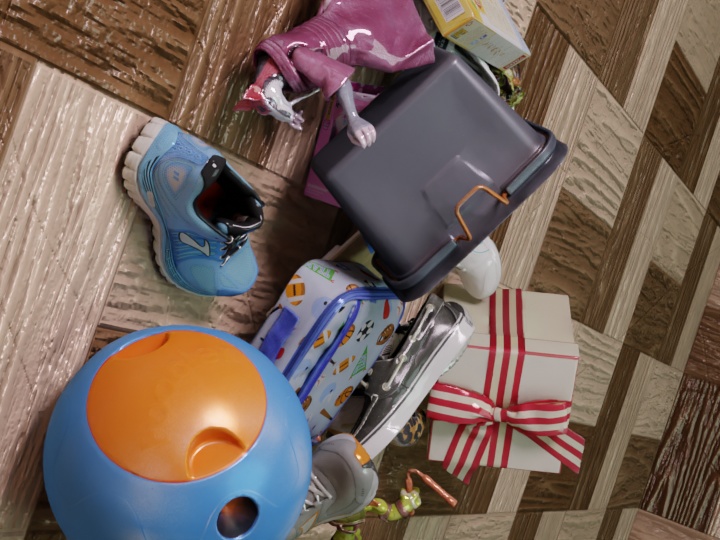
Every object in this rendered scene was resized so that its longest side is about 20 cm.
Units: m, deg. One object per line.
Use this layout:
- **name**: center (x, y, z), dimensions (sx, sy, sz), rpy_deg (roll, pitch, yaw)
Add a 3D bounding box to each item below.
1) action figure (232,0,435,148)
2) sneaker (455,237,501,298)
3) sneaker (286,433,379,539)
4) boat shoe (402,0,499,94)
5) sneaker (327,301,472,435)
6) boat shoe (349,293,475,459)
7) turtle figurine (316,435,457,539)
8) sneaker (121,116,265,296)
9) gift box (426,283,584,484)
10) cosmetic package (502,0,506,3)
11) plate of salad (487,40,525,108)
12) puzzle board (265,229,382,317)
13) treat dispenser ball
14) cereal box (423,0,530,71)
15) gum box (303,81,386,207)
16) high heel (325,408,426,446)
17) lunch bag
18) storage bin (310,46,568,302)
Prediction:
- **action figure**: center (-0.028, -0.185, 1.104), dimensions (0.200, 0.134, 0.150), rpy_deg (-32, 119, -39)
- **sneaker**: center (0.104, -0.039, 1.550), dimensions (0.080, 0.070, 0.201), rpy_deg (-40, 130, -23)
- **sneaker**: center (-0.062, 0.226, 1.284), dimensions (0.092, 0.076, 0.200), rpy_deg (-26, 169, -47)
- **boat shoe**: center (0.063, -0.217, 1.267), dimensions (0.200, 0.067, 0.074), rpy_deg (25, 88, -43)
- **sneaker**: center (0.032, 0.083, 1.394), dimensions (0.200, 0.076, 0.088), rpy_deg (-39, 114, -22)
- **boat shoe**: center (0.030, 0.112, 1.331), dimensions (0.200, 0.064, 0.071), rpy_deg (-52, -176, -15)
- **turtle figurine**: center (-0.012, 0.245, 1.393), dimensions (0.161, 0.199, 0.065), rpy_deg (114, -10, -55)
- **sneaker**: center (-0.117, -0.033, 1.065), dimensions (0.079, 0.090, 0.200), rpy_deg (-61, 154, -22)
- **gift box**: center (0.173, 0.144, 1.613), dimensions (0.187, 0.184, 0.201), rpy_deg (-79, 169, -65)
- **cosmetic package**: center (0.146, -0.386, 1.414), dimensions (0.083, 0.050, 0.201), rpy_deg (-50, 148, -40)
- **plate of salad**: center (0.161, -0.193, 1.540), dimensions (0.200, 0.048, 0.201), rpy_deg (4, 90, -70)
- **puzzle board**: center (0.000, 0.000, 1.321), dimensions (0.200, 0.017, 0.151), rpy_deg (-43, 156, -6)
- **treat dispenser ball**: center (-0.136, 0.142, 1.012), dimensions (0.201, 0.200, 0.202), rpy_deg (-44, 143, -45)
- **cereal box**: center (0.091, -0.271, 1.276), dimensions (0.039, 0.144, 0.200), rpy_deg (-31, 167, 17)
- **gum box**: center (0.026, -0.120, 1.327), dimensions (0.200, 0.066, 0.114), rpy_deg (-7, 114, -63)
- **high heel**: center (0.041, 0.123, 1.519), dimensions (0.200, 0.071, 0.143), rpy_deg (6, 103, -59)
- **lunch bag**: center (-0.052, 0.085, 1.248), dimensions (0.200, 0.075, 0.160), rpy_deg (-58, 158, 14)
- **storage bin**: center (0.060, -0.092, 1.180), dimensions (0.200, 0.146, 0.134), rpy_deg (-44, 110, 2)
